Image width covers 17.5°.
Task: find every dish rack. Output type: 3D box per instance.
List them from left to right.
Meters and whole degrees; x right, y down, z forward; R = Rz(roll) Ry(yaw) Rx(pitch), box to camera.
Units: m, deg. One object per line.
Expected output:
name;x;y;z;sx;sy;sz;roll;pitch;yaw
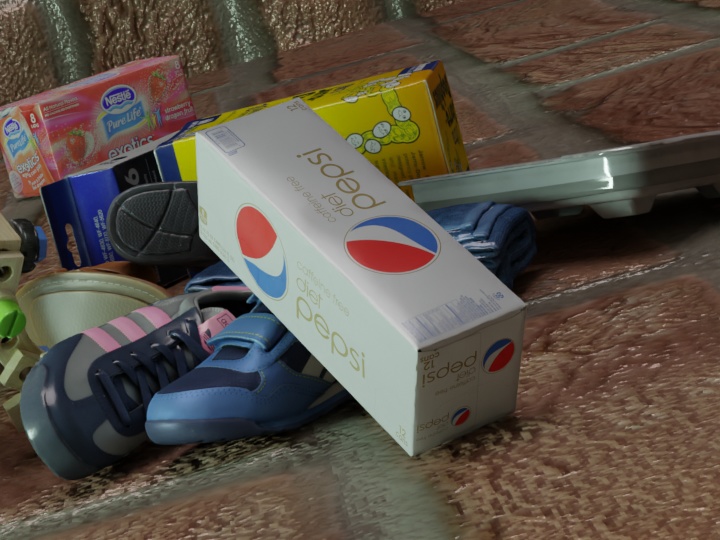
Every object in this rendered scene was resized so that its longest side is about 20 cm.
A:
dish rack;0.142;-0.055;1.468;0.199;0.044;0.171;-6;4;41

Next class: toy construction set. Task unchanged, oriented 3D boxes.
toy construction set;-0.224;0.012;1.309;0.200;0.132;0.092;35;32;31

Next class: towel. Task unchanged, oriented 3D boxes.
towel;0.000;0.000;1.388;0.199;0.049;0.112;-13;10;17

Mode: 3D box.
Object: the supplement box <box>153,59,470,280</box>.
supplement box;-0.029;-0.068;1.659;0.199;0.110;0.109;-13;11;10

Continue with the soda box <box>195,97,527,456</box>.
soda box;-0.005;-0.001;1.133;0.063;0.068;0.200;-21;44;-26

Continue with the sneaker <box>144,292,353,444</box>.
sneaker;-0.035;0.033;1.217;0.200;0.083;0.074;-26;16;-37

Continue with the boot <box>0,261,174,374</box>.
boot;-0.166;0.024;1.487;0.199;0.074;0.155;-7;9;29

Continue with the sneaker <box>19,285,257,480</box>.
sneaker;-0.107;0.048;1.239;0.082;0.070;0.200;-25;7;26

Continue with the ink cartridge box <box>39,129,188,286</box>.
ink cartridge box;-0.146;-0.044;1.729;0.039;0.100;0.200;-5;15;39

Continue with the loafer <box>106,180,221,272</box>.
loafer;-0.065;-0.026;1.533;0.199;0.072;0.063;3;-11;-1

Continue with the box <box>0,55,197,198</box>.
box;-0.280;-0.155;2.498;0.200;0.103;0.094;-23;13;-41
